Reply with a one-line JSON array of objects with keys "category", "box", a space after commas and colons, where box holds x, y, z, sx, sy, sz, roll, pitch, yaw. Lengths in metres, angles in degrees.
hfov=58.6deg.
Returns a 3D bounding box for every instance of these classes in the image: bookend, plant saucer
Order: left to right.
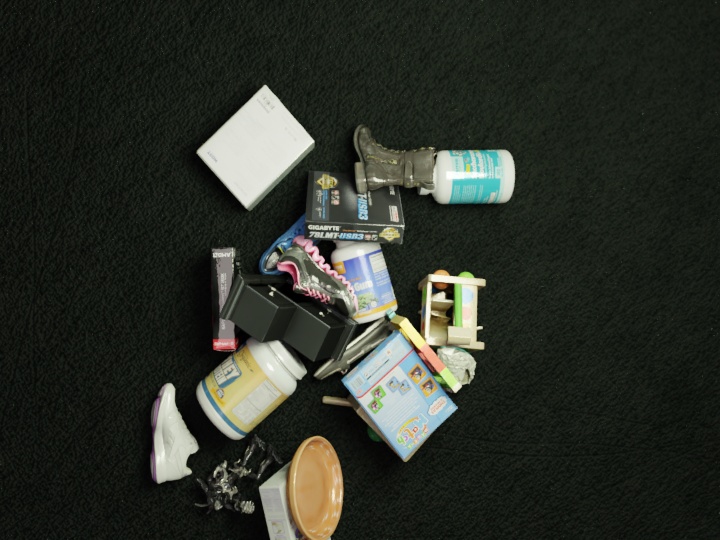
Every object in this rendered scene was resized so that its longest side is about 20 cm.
[{"category": "bookend", "box": [-0.136, 0.096, 1.258, 0.196, 0.199, 0.094, 32, 101, 20]}, {"category": "plant saucer", "box": [-0.097, 0.448, 1.320, 0.037, 0.199, 0.206, -11, 93, 25]}]

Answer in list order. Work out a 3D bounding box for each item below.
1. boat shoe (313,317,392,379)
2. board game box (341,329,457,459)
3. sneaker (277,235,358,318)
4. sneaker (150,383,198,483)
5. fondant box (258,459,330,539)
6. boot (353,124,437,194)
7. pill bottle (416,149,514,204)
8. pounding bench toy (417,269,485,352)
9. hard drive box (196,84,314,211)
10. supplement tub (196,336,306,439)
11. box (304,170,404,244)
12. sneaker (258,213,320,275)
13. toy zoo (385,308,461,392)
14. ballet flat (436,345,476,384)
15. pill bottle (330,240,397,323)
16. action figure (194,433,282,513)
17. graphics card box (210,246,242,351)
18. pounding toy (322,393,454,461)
[{"category": "boat shoe", "box": [-0.010, 0.179, 1.373, 0.199, 0.067, 0.057, -39, 89, -6]}, {"category": "board game box", "box": [0.079, 0.246, 1.271, 0.150, 0.037, 0.202, -39, 102, -8]}, {"category": "sneaker", "box": [-0.090, 0.029, 1.280, 0.200, 0.079, 0.095, 46, 57, 8]}, {"category": "sneaker", "box": [-0.392, 0.340, 1.354, 0.097, 0.075, 0.206, 1, 91, -23]}, {"category": "fondant box", "box": [-0.131, 0.515, 1.328, 0.057, 0.144, 0.206, -12, 92, 25]}, {"category": "boot", "box": [0.073, -0.230, 1.319, 0.169, 0.070, 0.204, -6, 53, 6]}, {"category": "pill bottle", "box": [0.219, -0.198, 1.360, 0.194, 0.111, 0.114, -2, 92, -5]}, {"category": "pounding bench toy", "box": [0.190, 0.078, 1.309, 0.120, 0.200, 0.161, 5, 79, -5]}, {"category": "hard drive box", "box": [-0.216, -0.253, 1.340, 0.200, 0.077, 0.156, -43, 94, -3]}, {"category": "supplement tub", "box": [-0.221, 0.229, 1.317, 0.199, 0.145, 0.145, -41, 94, -3]}, {"category": "box", "box": [-0.014, -0.131, 1.306, 0.192, 0.202, 0.051, 3, 127, -3]}, {"category": "sneaker", "box": [-0.135, -0.061, 1.352, 0.200, 0.078, 0.066, -44, 92, -4]}, {"category": "toy zoo", "box": [0.117, 0.159, 1.288, 0.020, 0.131, 0.201, -39, 89, -10]}, {"category": "ballet flat", "box": [0.204, 0.202, 1.328, 0.070, 0.200, 0.074, -6, 73, 21]}, {"category": "pill bottle", "box": [0.000, 0.000, 1.346, 0.109, 0.112, 0.205, -17, 93, -4]}, {"category": "action figure", "box": [-0.264, 0.443, 1.342, 0.200, 0.102, 0.119, -46, 106, -4]}, {"category": "graphics card box", "box": [-0.274, 0.054, 1.319, 0.049, 0.125, 0.206, 0, 92, -3]}, {"category": "pounding toy", "box": [0.055, 0.280, 1.360, 0.200, 0.142, 0.184, -45, 102, -6]}]
